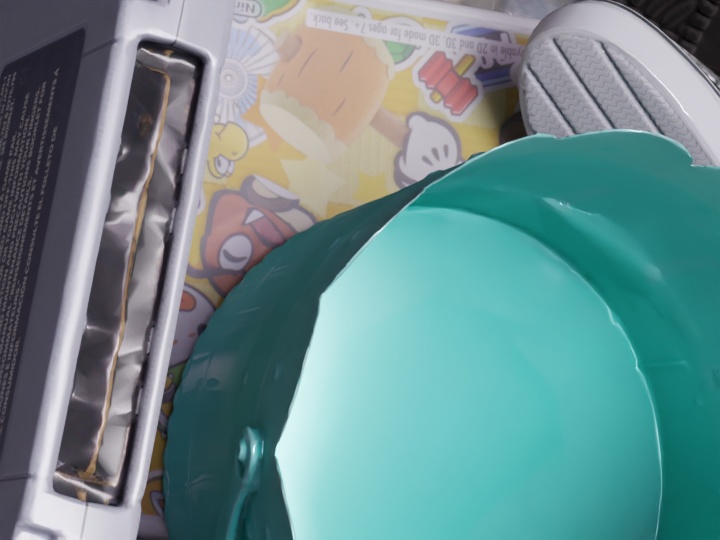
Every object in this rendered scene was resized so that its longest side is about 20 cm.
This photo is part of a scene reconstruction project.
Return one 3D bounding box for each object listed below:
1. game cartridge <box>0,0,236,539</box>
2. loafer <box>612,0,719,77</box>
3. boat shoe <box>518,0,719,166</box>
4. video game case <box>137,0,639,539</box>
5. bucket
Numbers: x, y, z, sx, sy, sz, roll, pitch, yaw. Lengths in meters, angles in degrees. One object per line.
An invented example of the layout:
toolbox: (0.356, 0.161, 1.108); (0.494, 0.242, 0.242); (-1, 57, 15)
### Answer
game cartridge: (-0.090, 0.006, 0.767); (0.042, 0.133, 0.200); (15, 77, -22)
loafer: (0.169, -0.083, 0.925); (0.200, 0.073, 0.071); (37, 51, -8)
boat shoe: (0.124, -0.020, 0.893); (0.200, 0.072, 0.071); (50, 51, -25)
video game case: (0.000, 0.000, 0.872); (0.200, 0.023, 0.182); (8, 79, -24)
bucket: (0.046, 0.063, 0.796); (0.207, 0.135, 0.207); (2, 86, -23)
